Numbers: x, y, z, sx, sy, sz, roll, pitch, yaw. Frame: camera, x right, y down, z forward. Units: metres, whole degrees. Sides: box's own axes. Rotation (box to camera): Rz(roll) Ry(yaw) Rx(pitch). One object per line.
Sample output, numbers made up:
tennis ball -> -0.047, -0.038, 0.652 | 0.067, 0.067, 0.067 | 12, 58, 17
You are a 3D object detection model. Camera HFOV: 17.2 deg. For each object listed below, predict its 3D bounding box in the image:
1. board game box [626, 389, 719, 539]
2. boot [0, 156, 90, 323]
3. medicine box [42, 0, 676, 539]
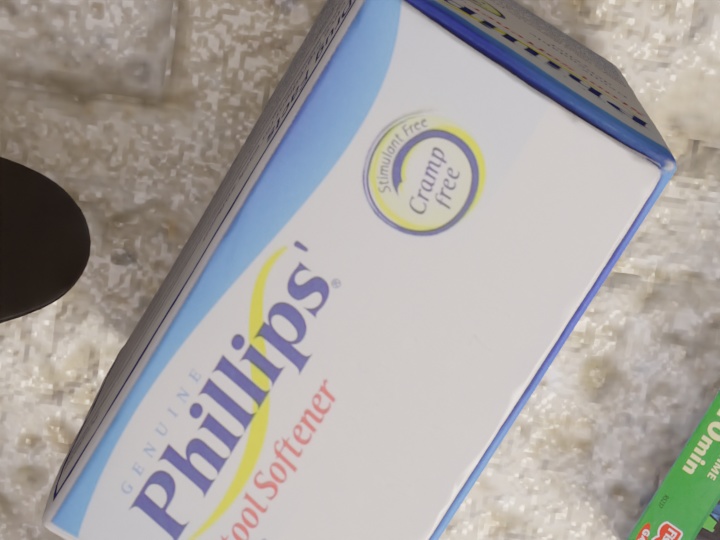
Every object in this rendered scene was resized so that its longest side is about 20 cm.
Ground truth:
board game box -> 0.208, 0.094, 0.813 | 0.200, 0.037, 0.152 | 33, 102, 16
boot -> -0.183, 0.028, 0.783 | 0.186, 0.200, 0.064 | -4, 69, -9
medicine box -> 0.000, 0.000, 0.746 | 0.103, 0.200, 0.182 | 30, 102, -6
